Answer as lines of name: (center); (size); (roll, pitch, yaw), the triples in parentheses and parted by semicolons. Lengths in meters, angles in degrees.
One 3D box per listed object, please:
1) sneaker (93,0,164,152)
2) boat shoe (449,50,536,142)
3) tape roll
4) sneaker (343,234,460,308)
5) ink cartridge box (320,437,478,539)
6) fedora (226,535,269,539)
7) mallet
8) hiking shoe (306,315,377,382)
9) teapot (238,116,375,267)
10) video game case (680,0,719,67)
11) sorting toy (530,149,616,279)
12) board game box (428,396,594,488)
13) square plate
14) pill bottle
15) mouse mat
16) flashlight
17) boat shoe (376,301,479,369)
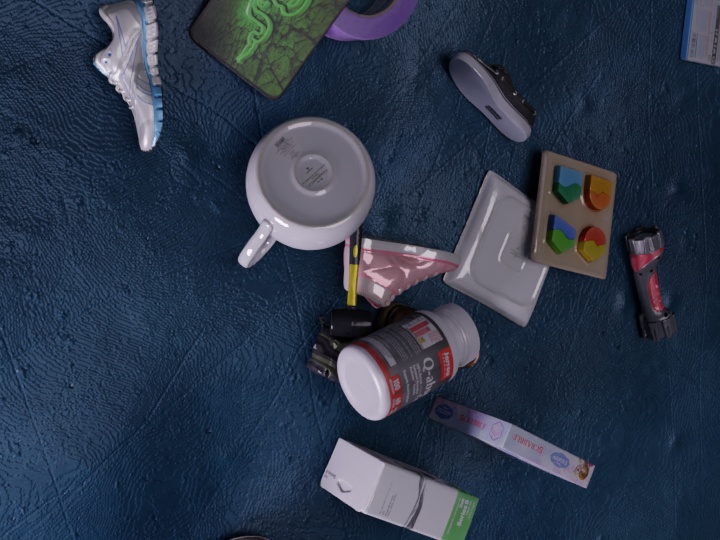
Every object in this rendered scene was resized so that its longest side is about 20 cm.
sneaker: (-0.307, -0.256, 1.534); (0.085, 0.075, 0.204); (-8, 96, -20)
boat shoe: (0.216, -0.289, 1.849); (0.200, 0.069, 0.067); (41, 68, -30)
tape roll: (-0.006, -0.437, 1.689); (0.197, 0.065, 0.204); (-6, 101, -32)
sneaker: (0.059, 0.007, 1.790); (0.197, 0.075, 0.107); (7, 94, -28)
ink cartridge box: (0.059, 0.341, 1.795); (0.198, 0.145, 0.085); (26, 84, -32)
fedora: (-0.160, 0.491, 1.713); (0.176, 0.090, 0.202); (-36, 114, -22)
mallet: (0.000, 0.000, 1.713); (0.065, 0.041, 0.204); (10, 94, -6)
hiking shoe: (0.018, 0.125, 1.779); (0.197, 0.075, 0.102); (11, 95, -32)
teapot: (-0.077, -0.108, 1.653); (0.196, 0.146, 0.201); (-1, 72, -11)
video game case: (0.667, -0.445, 2.134); (0.197, 0.018, 0.146); (3, 95, -32)
sorting toy: (0.366, -0.092, 1.963); (0.198, 0.036, 0.188); (13, 82, -38)
board game box: (0.240, 0.273, 1.867); (0.199, 0.199, 0.042); (29, 82, -32)
square plate: (0.248, -0.032, 1.928); (0.198, 0.028, 0.201); (28, 83, -32)
pill bottle: (0.073, 0.128, 1.713); (0.198, 0.115, 0.118); (-25, 110, -30)
mouse mat: (-0.121, -0.359, 1.614); (0.160, 0.008, 0.201); (34, 96, -21)
flashlight: (0.525, 0.024, 2.086); (0.067, 0.067, 0.203); (-27, 109, -28)
boat shoe: (0.117, 0.111, 1.843); (0.198, 0.067, 0.073); (27, 83, -32)
